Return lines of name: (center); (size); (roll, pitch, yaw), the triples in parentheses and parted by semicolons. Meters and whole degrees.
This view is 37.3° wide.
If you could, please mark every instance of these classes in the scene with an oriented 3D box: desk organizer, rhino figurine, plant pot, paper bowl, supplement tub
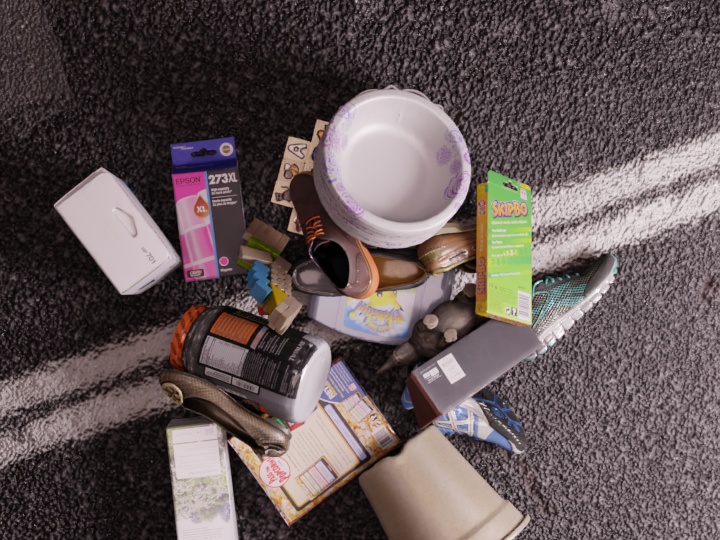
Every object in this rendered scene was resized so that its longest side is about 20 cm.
desk organizer: (0.147, 0.133, 1.462); (0.200, 0.077, 0.072); (-30, 79, -31)
rhino figurine: (0.103, 0.088, 1.477); (0.200, 0.087, 0.060); (-35, 82, -16)
plant pot: (0.100, 0.323, 1.474); (0.200, 0.200, 0.184); (-35, 82, -3)
paper bowl: (0.036, -0.127, 1.401); (0.200, 0.104, 0.201); (4, 71, -13)
supplement tub: (-0.151, 0.122, 1.461); (0.199, 0.122, 0.123); (19, 89, 17)

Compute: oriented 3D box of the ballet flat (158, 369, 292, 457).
ballet flat: (-0.186, 0.196, 1.432); (0.200, 0.067, 0.046); (31, 60, -6)

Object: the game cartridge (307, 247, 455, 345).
game cartridge: (0.029, 0.037, 1.532); (0.199, 0.040, 0.134); (10, 95, -4)

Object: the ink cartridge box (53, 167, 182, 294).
ink cartridge box: (-0.317, -0.048, 1.427); (0.086, 0.200, 0.147); (-37, 92, -3)

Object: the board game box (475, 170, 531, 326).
board game box: (0.197, -0.031, 1.461); (0.095, 0.030, 0.201); (16, 72, -41)

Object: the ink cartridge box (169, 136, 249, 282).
ink cartridge box: (-0.214, -0.088, 1.519); (0.094, 0.037, 0.201); (-7, 89, -4)

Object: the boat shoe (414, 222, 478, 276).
boat shoe: (0.156, -0.027, 1.490); (0.199, 0.072, 0.068); (-8, 71, -36)

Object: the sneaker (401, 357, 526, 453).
sneaker: (0.150, 0.205, 1.533); (0.200, 0.076, 0.077); (34, 109, -3)

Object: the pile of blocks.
pile of blocks: (-0.136, 0.015, 1.452); (0.082, 0.200, 0.062); (17, 124, -25)

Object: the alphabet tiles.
alphabet tiles: (-0.021, -0.121, 1.545); (0.199, 0.006, 0.167); (15, 90, -4)

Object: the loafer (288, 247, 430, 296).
loafer: (0.000, 0.000, 1.475); (0.199, 0.072, 0.073); (-7, 94, -3)

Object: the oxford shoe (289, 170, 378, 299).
oxford shoe: (-0.045, -0.054, 1.422); (0.071, 0.072, 0.200); (-40, 69, 20)

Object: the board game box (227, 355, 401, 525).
board game box: (-0.065, 0.241, 1.521); (0.200, 0.046, 0.152); (-35, 92, -3)

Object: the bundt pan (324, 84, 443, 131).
bundt pan: (0.041, -0.155, 1.507); (0.201, 0.076, 0.203); (0, 90, -4)

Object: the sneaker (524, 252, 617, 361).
sneaker: (0.282, 0.035, 1.534); (0.200, 0.078, 0.091); (-43, 89, -4)

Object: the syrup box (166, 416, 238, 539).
syrup box: (-0.220, 0.309, 1.494); (0.078, 0.081, 0.201); (-6, 91, -4)
